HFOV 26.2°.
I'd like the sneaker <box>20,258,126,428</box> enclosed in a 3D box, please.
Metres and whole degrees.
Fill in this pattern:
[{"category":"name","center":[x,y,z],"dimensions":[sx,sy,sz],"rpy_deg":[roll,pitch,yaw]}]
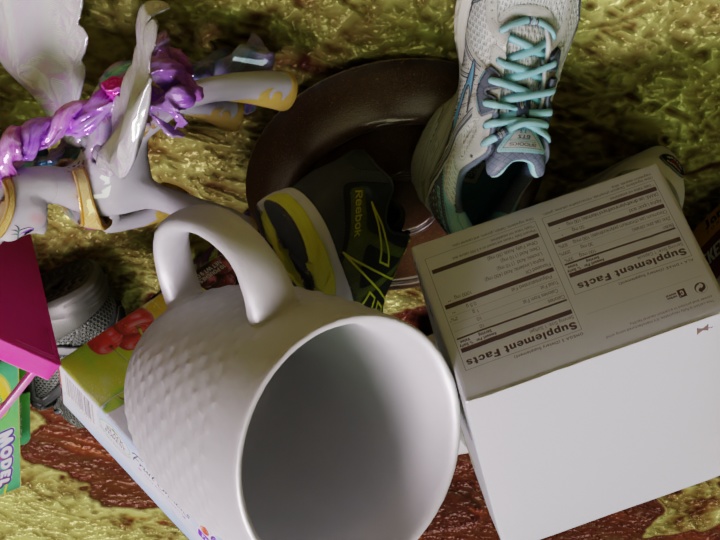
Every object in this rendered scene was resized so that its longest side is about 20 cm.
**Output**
[{"category":"sneaker","center":[-0.249,0.074,1.123],"dimensions":[0.198,0.076,0.115],"rpy_deg":[-20,118,16]}]

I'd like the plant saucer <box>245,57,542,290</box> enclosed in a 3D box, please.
[{"category":"plant saucer","center":[0.025,-0.051,1.004],"dimensions":[0.198,0.032,0.201],"rpy_deg":[-4,138,-4]}]

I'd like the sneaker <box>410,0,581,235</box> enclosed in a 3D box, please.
[{"category":"sneaker","center":[0.090,-0.098,0.891],"dimensions":[0.077,0.087,0.201],"rpy_deg":[2,126,-17]}]

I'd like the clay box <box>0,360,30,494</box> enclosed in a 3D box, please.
[{"category":"clay box","center":[-0.297,0.113,1.014],"dimensions":[0.199,0.048,0.116],"rpy_deg":[-20,131,-35]}]

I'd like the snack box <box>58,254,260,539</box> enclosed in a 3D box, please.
[{"category":"snack box","center":[-0.080,0.098,0.999],"dimensions":[0.142,0.200,0.053],"rpy_deg":[-35,154,-27]}]

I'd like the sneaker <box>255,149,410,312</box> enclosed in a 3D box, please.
[{"category":"sneaker","center":[0.000,0.000,0.976],"dimensions":[0.084,0.075,0.200],"rpy_deg":[-37,152,-10]}]

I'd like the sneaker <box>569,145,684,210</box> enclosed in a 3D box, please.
[{"category":"sneaker","center":[0.144,-0.010,1.036],"dimensions":[0.074,0.089,0.200],"rpy_deg":[46,123,-8]}]

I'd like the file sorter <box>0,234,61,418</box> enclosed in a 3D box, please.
[{"category":"file sorter","center":[-0.285,0.011,0.922],"dimensions":[0.139,0.200,0.126],"rpy_deg":[30,111,-36]}]

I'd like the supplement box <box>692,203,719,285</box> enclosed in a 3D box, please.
[{"category":"supplement box","center":[0.337,0.050,1.024],"dimensions":[0.199,0.198,0.133],"rpy_deg":[20,128,-27]}]

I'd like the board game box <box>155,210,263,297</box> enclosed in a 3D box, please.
[{"category":"board game box","center":[-0.088,0.035,1.138],"dimensions":[0.120,0.032,0.200],"rpy_deg":[26,136,-28]}]

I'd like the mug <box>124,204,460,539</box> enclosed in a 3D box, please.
[{"category":"mug","center":[-0.060,0.057,0.864],"dimensions":[0.147,0.175,0.201],"rpy_deg":[-30,116,-28]}]

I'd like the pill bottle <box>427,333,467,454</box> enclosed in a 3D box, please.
[{"category":"pill bottle","center":[0.135,0.070,1.129],"dimensions":[0.199,0.110,0.110],"rpy_deg":[-17,141,19]}]

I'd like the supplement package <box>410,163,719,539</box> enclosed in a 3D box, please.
[{"category":"supplement package","center":[0.131,0.059,0.935],"dimensions":[0.155,0.111,0.201],"rpy_deg":[-19,144,0]}]

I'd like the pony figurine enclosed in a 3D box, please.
[{"category":"pony figurine","center":[-0.135,-0.084,0.869],"dimensions":[0.199,0.166,0.194],"rpy_deg":[-6,124,-40]}]
